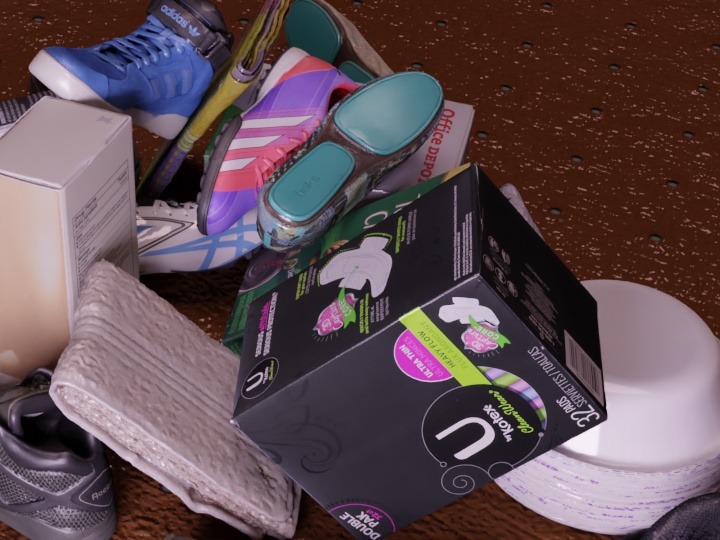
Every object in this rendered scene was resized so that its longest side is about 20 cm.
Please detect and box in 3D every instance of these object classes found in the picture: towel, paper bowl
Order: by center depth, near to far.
[{"bbox_3d":[-0.116,0.090,1.203,0.200,0.034,0.133,39,31,-22],"label":"towel"},{"bbox_3d":[0.180,0.084,1.286,0.200,0.105,0.201,4,37,-3],"label":"paper bowl"},{"bbox_3d":[-0.124,-0.125,1.444,0.023,0.200,0.144,33,34,-11],"label":"towel"}]

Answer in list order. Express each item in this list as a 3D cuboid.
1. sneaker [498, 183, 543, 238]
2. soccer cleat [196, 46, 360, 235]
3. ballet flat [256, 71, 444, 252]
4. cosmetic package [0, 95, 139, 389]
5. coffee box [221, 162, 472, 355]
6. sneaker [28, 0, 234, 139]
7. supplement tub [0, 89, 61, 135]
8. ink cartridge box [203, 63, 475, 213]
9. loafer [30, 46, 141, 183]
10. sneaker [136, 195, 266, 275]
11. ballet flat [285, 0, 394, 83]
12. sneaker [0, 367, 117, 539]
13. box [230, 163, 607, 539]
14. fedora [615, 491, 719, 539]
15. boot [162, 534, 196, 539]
[{"bbox_3d":[0.087,-0.006,1.400,0.115,0.075,0.200,-28,7,6],"label":"sneaker"},{"bbox_3d":[-0.063,-0.095,1.383,0.073,0.068,0.200,22,48,8],"label":"soccer cleat"},{"bbox_3d":[-0.012,-0.082,1.373,0.074,0.074,0.200,31,52,28],"label":"ballet flat"},{"bbox_3d":[-0.208,-0.008,1.255,0.071,0.201,0.105,15,37,16],"label":"cosmetic package"},{"bbox_3d":[0.000,0.000,1.326,0.199,0.044,0.123,-21,29,24],"label":"coffee box"},{"bbox_3d":[-0.159,-0.163,1.323,0.077,0.111,0.200,40,11,19],"label":"sneaker"},{"bbox_3d":[-0.285,-0.074,1.399,0.199,0.107,0.107,-16,42,-11],"label":"supplement tub"},{"bbox_3d":[-0.017,-0.085,1.486,0.199,0.084,0.146,12,39,7],"label":"ink cartridge box"},{"bbox_3d":[-0.233,-0.147,1.548,0.072,0.063,0.200,-12,41,-23],"label":"loafer"},{"bbox_3d":[-0.149,-0.031,1.385,0.199,0.073,0.072,-14,17,-15],"label":"sneaker"},{"bbox_3d":[-0.006,-0.180,1.647,0.062,0.068,0.200,14,31,-41],"label":"ballet flat"},{"bbox_3d":[-0.249,0.103,1.181,0.199,0.115,0.076,20,37,19],"label":"sneaker"},{"bbox_3d":[0.038,0.059,1.183,0.200,0.149,0.125,-31,30,24],"label":"box"},{"bbox_3d":[0.241,0.202,1.147,0.200,0.092,0.201,5,38,-4],"label":"fedora"},{"bbox_3d":[-0.044,0.234,1.078,0.199,0.073,0.182,16,24,0],"label":"boot"}]
